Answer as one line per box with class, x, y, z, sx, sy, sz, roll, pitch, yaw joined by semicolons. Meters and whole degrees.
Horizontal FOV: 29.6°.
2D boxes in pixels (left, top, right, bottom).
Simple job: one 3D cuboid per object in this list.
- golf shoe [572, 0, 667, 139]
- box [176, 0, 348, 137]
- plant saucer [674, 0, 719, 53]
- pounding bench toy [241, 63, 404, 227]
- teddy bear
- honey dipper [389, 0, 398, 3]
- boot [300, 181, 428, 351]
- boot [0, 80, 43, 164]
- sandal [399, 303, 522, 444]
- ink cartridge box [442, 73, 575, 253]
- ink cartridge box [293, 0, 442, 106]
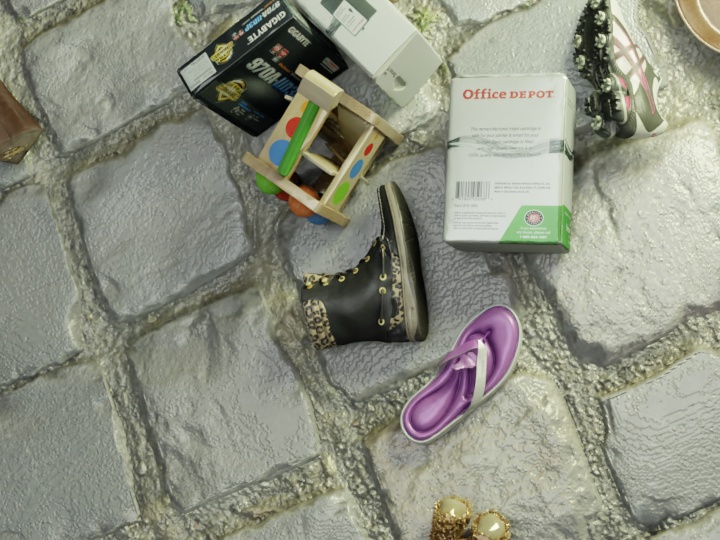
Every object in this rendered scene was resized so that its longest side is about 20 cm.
golf shoe;0.309;-0.243;1.631;0.087;0.077;0.203;7;64;-23
box;-0.118;-0.251;1.695;0.158;0.200;0.046;-36;72;10
plant saucer;0.468;-0.342;1.602;0.198;0.037;0.203;-2;82;17
pounding bench toy;-0.061;-0.150;1.664;0.124;0.200;0.157;35;94;18
teddy bear;0.108;0.369;1.625;0.143;0.067;0.203;4;78;9
honey dipper;0.097;-0.424;1.732;0.038;0.038;0.201;41;98;18
boot;0.000;0.000;1.696;0.149;0.073;0.203;-11;85;16
boot;-0.558;-0.215;1.876;0.185;0.064;0.201;-30;76;-19
sandal;0.124;0.130;1.648;0.082;0.050;0.203;39;96;18
ink cartridge box;0.181;-0.127;1.635;0.145;0.083;0.203;2;84;18
ink cartridge box;-0.003;-0.312;1.694;0.083;0.146;0.200;-45;74;7
